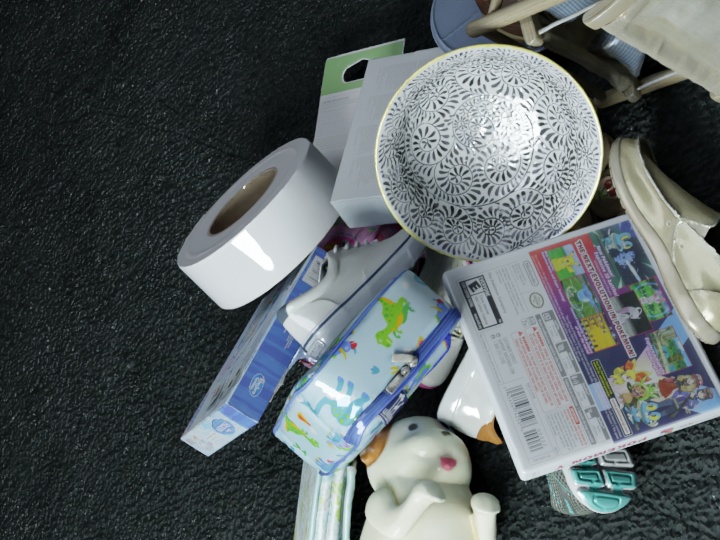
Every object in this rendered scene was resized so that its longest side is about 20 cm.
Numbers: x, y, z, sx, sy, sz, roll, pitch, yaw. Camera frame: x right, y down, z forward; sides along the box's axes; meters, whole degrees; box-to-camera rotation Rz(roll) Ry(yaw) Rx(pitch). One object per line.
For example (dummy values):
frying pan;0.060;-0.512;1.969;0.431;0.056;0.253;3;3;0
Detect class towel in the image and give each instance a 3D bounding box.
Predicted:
towel;-0.038;0.265;1.214;0.171;0.048;0.200;-167;85;-84

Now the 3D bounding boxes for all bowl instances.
bowl;0.115;-0.116;1.085;0.201;0.201;0.094;-53;11;22

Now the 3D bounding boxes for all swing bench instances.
swing bench;0.238;-0.229;1.029;0.200;0.199;0.130;11;85;51

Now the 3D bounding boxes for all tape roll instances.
tape roll;-0.108;-0.053;1.319;0.202;0.071;0.203;-39;20;17

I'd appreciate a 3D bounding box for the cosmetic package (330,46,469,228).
cosmetic package;0.064;-0.143;1.238;0.151;0.052;0.200;-6;53;30

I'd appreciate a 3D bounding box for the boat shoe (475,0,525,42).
boat shoe;0.134;-0.295;1.188;0.072;0.068;0.200;-39;46;8

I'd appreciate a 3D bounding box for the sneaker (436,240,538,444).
sneaker;0.150;0.071;1.125;0.085;0.073;0.200;28;107;17

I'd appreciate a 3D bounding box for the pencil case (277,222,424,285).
pencil case;-0.017;-0.015;1.339;0.200;0.087;0.088;-1;75;49

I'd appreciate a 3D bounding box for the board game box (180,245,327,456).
board game box;-0.108;0.091;1.294;0.200;0.043;0.199;-61;10;-26

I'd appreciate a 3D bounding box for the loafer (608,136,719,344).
loafer;0.276;-0.036;1.016;0.068;0.076;0.200;-31;66;20

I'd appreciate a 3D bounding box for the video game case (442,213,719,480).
video game case;0.187;0.060;1.018;0.182;0.023;0.200;-18;59;-3

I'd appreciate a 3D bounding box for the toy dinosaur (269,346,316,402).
toy dinosaur;-0.018;0.067;1.299;0.181;0.105;0.200;19;86;61

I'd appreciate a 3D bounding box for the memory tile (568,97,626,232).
memory tile;0.196;-0.061;1.157;0.153;0.017;0.200;-44;47;30

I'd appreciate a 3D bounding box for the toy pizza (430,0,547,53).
toy pizza;0.164;-0.287;1.231;0.200;0.032;0.200;-19;52;25

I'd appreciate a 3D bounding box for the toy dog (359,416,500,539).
toy dog;0.059;0.239;1.133;0.194;0.139;0.200;135;141;-69

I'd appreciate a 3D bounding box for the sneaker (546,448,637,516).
sneaker;0.178;0.124;1.058;0.091;0.077;0.200;122;147;-58

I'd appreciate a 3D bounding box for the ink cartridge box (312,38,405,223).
ink cartridge box;0.003;-0.157;1.393;0.145;0.048;0.200;-3;72;48

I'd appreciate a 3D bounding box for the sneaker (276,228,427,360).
sneaker;0.000;0.000;1.135;0.071;0.200;0.073;42;142;6

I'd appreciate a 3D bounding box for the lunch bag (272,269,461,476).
lunch bag;0.007;0.093;1.064;0.161;0.082;0.200;-48;-5;-26

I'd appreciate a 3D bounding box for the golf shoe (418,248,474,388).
golf shoe;0.094;0.021;1.194;0.091;0.075;0.200;5;81;57
